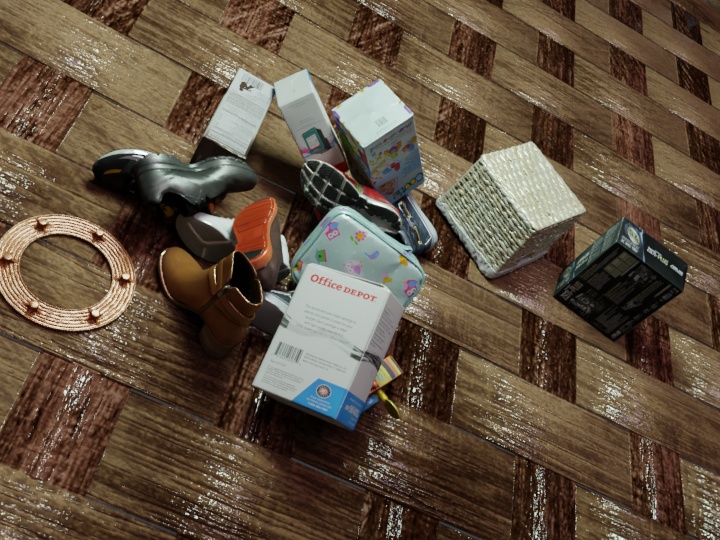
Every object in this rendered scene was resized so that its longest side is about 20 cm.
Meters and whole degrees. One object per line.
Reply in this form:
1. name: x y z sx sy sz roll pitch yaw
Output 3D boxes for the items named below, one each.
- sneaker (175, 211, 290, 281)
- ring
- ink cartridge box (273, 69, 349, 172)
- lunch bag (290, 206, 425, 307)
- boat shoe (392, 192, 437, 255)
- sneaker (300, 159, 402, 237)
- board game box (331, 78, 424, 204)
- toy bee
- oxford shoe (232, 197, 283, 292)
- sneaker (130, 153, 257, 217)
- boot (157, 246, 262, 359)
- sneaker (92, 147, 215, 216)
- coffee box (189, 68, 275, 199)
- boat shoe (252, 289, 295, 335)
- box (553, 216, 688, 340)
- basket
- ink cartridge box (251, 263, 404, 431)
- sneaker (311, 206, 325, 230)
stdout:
1. sneaker: -0.204 -0.051 1.410 0.200 0.070 0.080 26 40 -25
2. ring: -0.420 -0.002 1.257 0.200 0.019 0.201 17 50 -22
3. ink cartridge box: -0.079 -0.234 1.532 0.116 0.067 0.200 -107 172 -56
4. lunch bag: 0.000 0.000 1.426 0.200 0.161 0.077 37 4 -12
5. boat shoe: 0.055 -0.111 1.618 0.091 0.071 0.200 -26 75 -45
6. sneaker: -0.017 -0.124 1.505 0.200 0.077 0.085 34 21 -10
7. board game box: 0.034 -0.215 1.530 0.105 0.200 0.103 -34 62 -9
8. toy bee: 0.011 0.182 1.333 0.131 0.109 0.200 39 45 -6
9. oxford shoe: -0.154 -0.043 1.354 0.200 0.071 0.073 -90 159 -54
10. sneaker: -0.250 -0.124 1.348 0.199 0.076 0.091 -4 65 -31
11. boot: -0.219 0.015 1.277 0.077 0.155 0.200 -10 62 -38
12. sneaker: -0.320 -0.130 1.385 0.200 0.070 0.090 10 48 -30
13. coffee box: -0.222 -0.235 1.503 0.080 0.113 0.200 27 47 -13
14. boat shoe: -0.105 0.065 1.374 0.200 0.072 0.068 28 48 -16
15. box: 0.509 0.020 1.724 0.164 0.200 0.086 35 46 -4
16. basket: 0.298 -0.121 1.726 0.198 0.161 0.200 -20 71 -42
17. ink cartridge box: -0.043 0.109 1.269 0.146 0.084 0.200 18 75 27
18. sneaker: 0.005 -0.048 1.531 0.095 0.079 0.200 -19 69 -44
